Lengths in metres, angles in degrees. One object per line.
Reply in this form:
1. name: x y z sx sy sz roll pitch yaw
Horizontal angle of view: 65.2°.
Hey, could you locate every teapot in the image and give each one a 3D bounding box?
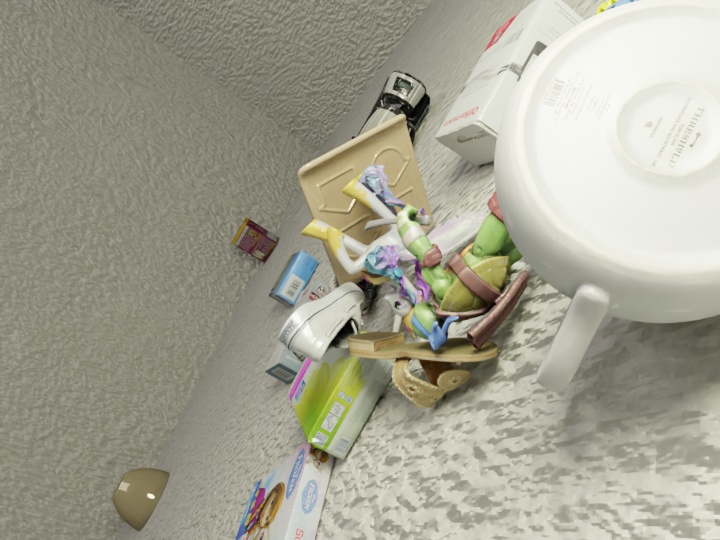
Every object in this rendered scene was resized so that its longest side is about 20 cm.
1. teapot: 0.177 -0.049 0.357 0.197 0.200 0.146 -19 -21 7

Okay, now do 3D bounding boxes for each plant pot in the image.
1. plant pot: -0.769 0.765 1.937 0.201 0.133 0.201 -54 15 21

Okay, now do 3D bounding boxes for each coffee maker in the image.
1. coffee maker: 0.067 -0.349 1.354 0.202 0.134 0.192 -60 14 -8

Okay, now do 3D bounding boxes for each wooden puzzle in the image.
1. wooden puzzle: 0.011 -0.097 0.808 0.184 0.202 0.046 -32 33 -22

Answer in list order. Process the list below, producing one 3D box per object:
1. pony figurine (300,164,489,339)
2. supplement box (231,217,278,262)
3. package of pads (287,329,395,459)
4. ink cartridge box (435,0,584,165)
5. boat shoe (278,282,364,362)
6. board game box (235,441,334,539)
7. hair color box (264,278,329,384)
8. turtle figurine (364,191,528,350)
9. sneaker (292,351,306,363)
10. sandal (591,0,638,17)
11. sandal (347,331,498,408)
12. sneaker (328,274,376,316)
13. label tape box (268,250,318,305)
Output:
1. pony figurine: 0.052 -0.037 0.733 0.193 0.200 0.166 -45 5 -13
2. supplement box: -0.533 -0.155 2.861 0.132 0.199 0.103 -54 14 16
3. package of pads: -0.029 0.151 0.797 0.156 0.068 0.200 -60 17 -3
4. ink cartridge box: 0.207 -0.257 0.791 0.202 0.083 0.145 -60 15 -4
5. boat shoe: -0.031 0.070 0.708 0.074 0.065 0.200 -59 -13 23
6. board game box: -0.117 0.352 0.744 0.200 0.041 0.201 -47 18 38
7. hair color box: -0.122 0.127 1.180 0.099 0.060 0.202 -36 28 56
8. turtle figurine: 0.108 -0.037 0.554 0.194 0.144 0.201 -42 12 21
9. sneaker: -0.064 0.096 1.009 0.077 0.080 0.201 -51 15 31
10. sandal: 0.244 -0.200 0.587 0.200 0.079 0.088 129 163 -59
11. sandal: 0.064 0.109 0.597 0.210 0.077 0.071 -2 95 53
12. sneaker: 0.000 0.000 0.984 0.075 0.080 0.201 -47 18 31
13. label tape box: -0.201 0.026 1.647 0.145 0.066 0.200 -62 12 -12
